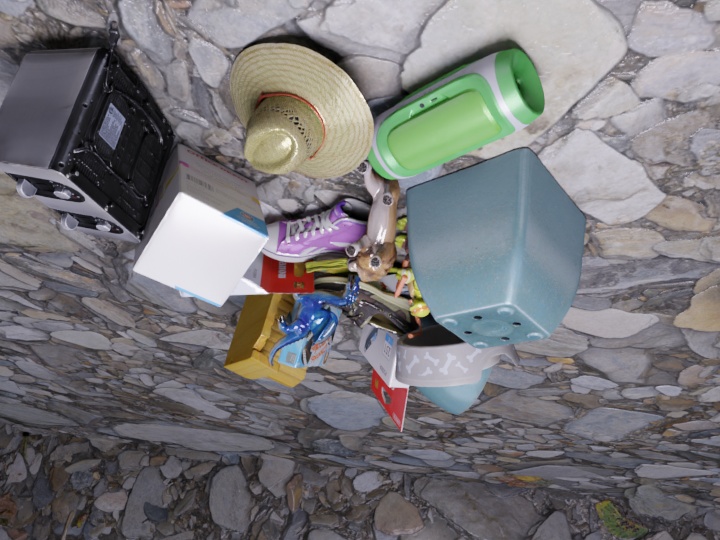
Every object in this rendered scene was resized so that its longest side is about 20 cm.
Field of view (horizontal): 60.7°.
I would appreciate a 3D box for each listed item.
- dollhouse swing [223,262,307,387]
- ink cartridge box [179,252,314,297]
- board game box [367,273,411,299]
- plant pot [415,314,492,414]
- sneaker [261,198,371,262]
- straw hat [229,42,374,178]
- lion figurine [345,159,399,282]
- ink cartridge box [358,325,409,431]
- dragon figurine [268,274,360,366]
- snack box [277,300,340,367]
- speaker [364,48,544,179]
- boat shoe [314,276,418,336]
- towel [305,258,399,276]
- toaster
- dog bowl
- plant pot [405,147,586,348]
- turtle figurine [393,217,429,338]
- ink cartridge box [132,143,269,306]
[{"bbox_3d":[-0.125,0.105,1.123,0.175,0.201,0.182,27,153,-25],"label":"dollhouse swing"},{"bbox_3d":[-0.176,-0.022,0.976,0.199,0.163,0.057,-5,122,-3],"label":"ink cartridge box"},{"bbox_3d":[0.047,0.043,1.123,0.199,0.035,0.126,-10,161,30],"label":"board game box"},{"bbox_3d":[0.151,0.154,1.169,0.134,0.201,0.200,22,150,-9],"label":"plant pot"},{"bbox_3d":[-0.063,-0.071,0.945,0.200,0.073,0.114,-1,149,-4],"label":"sneaker"},{"bbox_3d":[-0.091,-0.156,0.707,0.201,0.085,0.201,21,146,15],"label":"straw hat"},{"bbox_3d":[0.027,-0.072,0.852,0.072,0.201,0.122,20,-164,13],"label":"lion figurine"},{"bbox_3d":[0.044,0.181,1.171,0.045,0.177,0.200,7,-170,-17],"label":"ink cartridge box"},{"bbox_3d":[-0.074,0.084,0.980,0.099,0.200,0.059,29,-179,10],"label":"dragon figurine"},{"bbox_3d":[-0.087,0.114,1.115,0.037,0.117,0.200,15,176,13],"label":"snack box"},{"bbox_3d":[0.099,-0.170,0.694,0.200,0.089,0.088,-18,142,40],"label":"speaker"},{"bbox_3d":[0.009,0.064,1.036,0.199,0.065,0.073,15,152,-9],"label":"boat shoe"},{"bbox_3d":[0.000,0.000,1.020,0.086,0.018,0.200,-4,174,31],"label":"towel"},{"bbox_3d":[-0.325,-0.157,0.746,0.118,0.201,0.181,6,159,13],"label":"toaster"},{"bbox_3d":[0.147,0.126,0.973,0.199,0.059,0.200,-10,-176,1],"label":"dog bowl"},{"bbox_3d":[0.184,-0.008,0.846,0.196,0.201,0.196,-16,143,37],"label":"plant pot"},{"bbox_3d":[0.085,0.003,0.929,0.064,0.162,0.200,-11,151,10],"label":"turtle figurine"},{"bbox_3d":[-0.223,-0.072,0.852,0.128,0.200,0.125,27,110,-28],"label":"ink cartridge box"}]
